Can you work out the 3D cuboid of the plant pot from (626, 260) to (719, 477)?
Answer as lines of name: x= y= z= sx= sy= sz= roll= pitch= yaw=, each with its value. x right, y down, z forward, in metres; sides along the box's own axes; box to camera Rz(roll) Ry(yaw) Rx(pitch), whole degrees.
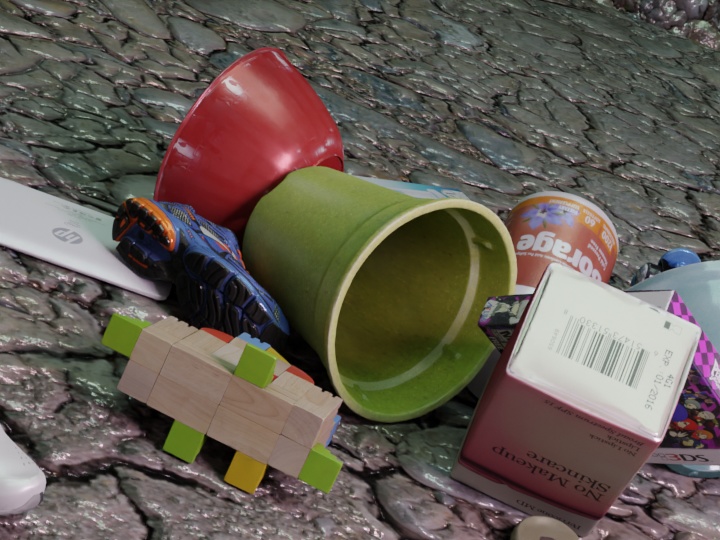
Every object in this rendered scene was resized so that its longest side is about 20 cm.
plant pot: x=0.320 y=0.103 z=1.587 sx=0.200 sy=0.200 sz=0.135 roll=12 pitch=50 yaw=-25

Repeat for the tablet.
tablet: x=-0.258 y=-0.034 z=1.547 sx=0.199 sy=0.014 sz=0.130 roll=19 pitch=22 yaw=-7

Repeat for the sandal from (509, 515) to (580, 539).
sandal: x=0.155 y=0.230 z=1.271 sx=0.080 sy=0.057 sz=0.201 roll=15 pitch=23 yaw=-19

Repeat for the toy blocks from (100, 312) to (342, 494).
toy blocks: x=-0.092 y=0.090 z=1.337 sx=0.200 sy=0.100 sz=0.137 roll=26 pitch=10 yaw=6

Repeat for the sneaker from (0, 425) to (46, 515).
sneaker: x=-0.283 y=0.090 z=1.135 sx=0.200 sy=0.087 sz=0.074 roll=32 pitch=21 yaw=18

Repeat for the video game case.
video game case: x=0.219 y=0.091 z=1.433 sx=0.181 sy=0.036 sz=0.200 roll=-3 pitch=-41 yaw=41

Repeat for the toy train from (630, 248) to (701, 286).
toy train: x=0.366 y=0.058 z=1.804 sx=0.199 sy=0.114 sz=0.087 roll=19 pitch=29 yaw=-8

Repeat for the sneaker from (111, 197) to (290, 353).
sneaker: x=-0.124 y=-0.002 z=1.495 sx=0.078 sy=0.075 sz=0.200 roll=-16 pitch=52 yaw=-46

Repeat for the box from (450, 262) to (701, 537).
box: x=0.162 y=0.105 z=1.353 sx=0.128 sy=0.200 sz=0.109 roll=24 pitch=59 yaw=4

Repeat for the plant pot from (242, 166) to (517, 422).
plant pot: x=0.000 y=0.000 z=1.500 sx=0.200 sy=0.201 sz=0.184 roll=3 pitch=21 yaw=-41

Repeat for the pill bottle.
pill bottle: x=0.162 y=0.030 z=1.599 sx=0.112 sy=0.112 sz=0.200 roll=23 pitch=49 yaw=3

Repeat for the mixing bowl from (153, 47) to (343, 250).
mixing bowl: x=-0.086 y=-0.093 z=1.605 sx=0.108 sy=0.201 sz=0.200 roll=33 pitch=24 yaw=19

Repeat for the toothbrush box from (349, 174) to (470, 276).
toothbrush box: x=0.044 y=-0.022 z=1.714 sx=0.200 sy=0.085 sz=0.146 roll=6 pitch=27 yaw=-38

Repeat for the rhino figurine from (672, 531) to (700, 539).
rhino figurine: x=0.279 y=0.271 z=1.290 sx=0.200 sy=0.060 sz=0.087 roll=30 pitch=42 yaw=17
